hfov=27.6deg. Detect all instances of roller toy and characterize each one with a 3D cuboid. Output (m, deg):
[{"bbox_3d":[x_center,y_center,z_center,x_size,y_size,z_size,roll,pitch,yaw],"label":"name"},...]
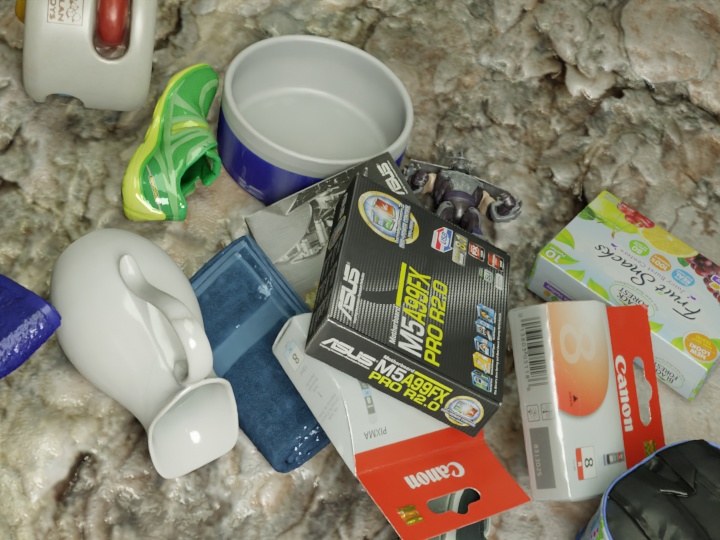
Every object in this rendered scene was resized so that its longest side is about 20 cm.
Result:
[{"bbox_3d":[-0.275,-0.258,1.466,0.138,0.201,0.184,4,51,-11],"label":"roller toy"}]

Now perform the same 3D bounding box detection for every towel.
[{"bbox_3d":[-0.357,0.074,1.192,0.147,0.050,0.200,30,60,26],"label":"towel"},{"bbox_3d":[-0.085,0.071,1.273,0.111,0.049,0.200,-41,62,1],"label":"towel"}]

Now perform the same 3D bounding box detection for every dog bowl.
[{"bbox_3d":[-0.048,-0.150,1.509,0.197,0.079,0.202,8,45,-8],"label":"dog bowl"}]

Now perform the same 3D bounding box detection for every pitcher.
[{"bbox_3d":[-0.178,0.045,1.211,0.120,0.173,0.201,-21,56,-27],"label":"pitcher"}]

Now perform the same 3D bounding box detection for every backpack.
[{"bbox_3d":[0.268,0.254,1.161,0.181,0.148,0.201,-21,59,-31],"label":"backpack"}]

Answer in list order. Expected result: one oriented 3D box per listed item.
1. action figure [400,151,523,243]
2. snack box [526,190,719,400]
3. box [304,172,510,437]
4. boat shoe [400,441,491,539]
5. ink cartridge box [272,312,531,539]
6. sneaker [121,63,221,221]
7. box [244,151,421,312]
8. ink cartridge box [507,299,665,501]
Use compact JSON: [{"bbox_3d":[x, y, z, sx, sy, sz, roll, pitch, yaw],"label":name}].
[{"bbox_3d":[0.099,-0.057,1.473,0.128,0.070,0.201,9,42,-2],"label":"action figure"},{"bbox_3d":[0.284,0.021,1.462,0.199,0.053,0.142,35,48,17],"label":"snack box"},{"bbox_3d":[0.044,0.025,1.207,0.159,0.044,0.201,28,36,-12],"label":"box"},{"bbox_3d":[0.074,0.209,1.210,0.061,0.075,0.201,53,31,-17],"label":"boat shoe"},{"bbox_3d":[0.043,0.112,1.181,0.159,0.047,0.201,-8,52,-45],"label":"ink cartridge box"},{"bbox_3d":[-0.173,-0.120,1.450,0.082,0.074,0.202,16,53,2],"label":"sneaker"},{"bbox_3d":[0.000,0.000,1.360,0.157,0.049,0.201,-24,54,-7],"label":"box"},{"bbox_3d":[0.215,0.109,1.262,0.198,0.050,0.165,-1,82,-42],"label":"ink cartridge box"}]
